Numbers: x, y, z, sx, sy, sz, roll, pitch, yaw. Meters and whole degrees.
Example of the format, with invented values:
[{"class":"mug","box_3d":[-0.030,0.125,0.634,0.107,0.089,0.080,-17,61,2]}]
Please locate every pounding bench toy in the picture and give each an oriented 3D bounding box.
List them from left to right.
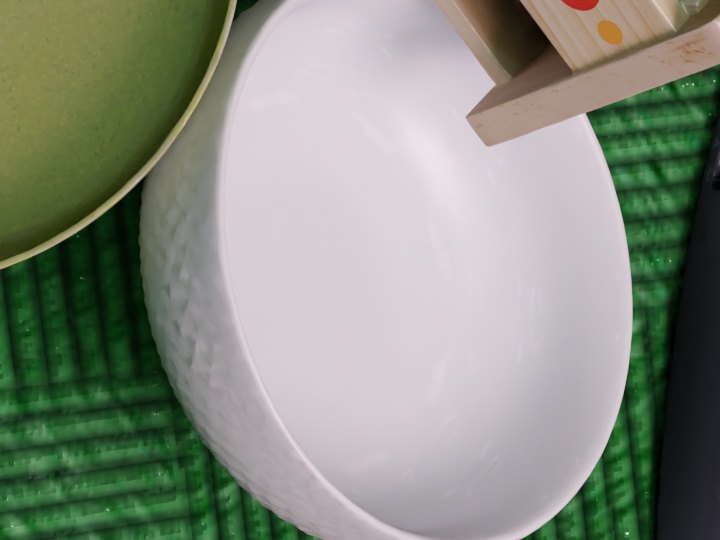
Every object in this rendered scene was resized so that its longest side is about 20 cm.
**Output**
[{"class":"pounding bench toy","box_3d":[0.086,-0.155,0.750,0.156,0.200,0.124,53,57,-14]}]

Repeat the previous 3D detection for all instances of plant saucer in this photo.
[{"class":"plant saucer","box_3d":[-0.127,-0.088,0.790,0.199,0.031,0.201,-5,72,16]}]

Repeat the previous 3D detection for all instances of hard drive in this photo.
[{"class":"hard drive","box_3d":[0.188,0.028,0.925,0.134,0.042,0.201,9,91,-16]}]

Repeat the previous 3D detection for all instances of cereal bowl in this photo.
[{"class":"cereal bowl","box_3d":[0.000,0.000,0.832,0.200,0.083,0.201,12,72,-41]}]
